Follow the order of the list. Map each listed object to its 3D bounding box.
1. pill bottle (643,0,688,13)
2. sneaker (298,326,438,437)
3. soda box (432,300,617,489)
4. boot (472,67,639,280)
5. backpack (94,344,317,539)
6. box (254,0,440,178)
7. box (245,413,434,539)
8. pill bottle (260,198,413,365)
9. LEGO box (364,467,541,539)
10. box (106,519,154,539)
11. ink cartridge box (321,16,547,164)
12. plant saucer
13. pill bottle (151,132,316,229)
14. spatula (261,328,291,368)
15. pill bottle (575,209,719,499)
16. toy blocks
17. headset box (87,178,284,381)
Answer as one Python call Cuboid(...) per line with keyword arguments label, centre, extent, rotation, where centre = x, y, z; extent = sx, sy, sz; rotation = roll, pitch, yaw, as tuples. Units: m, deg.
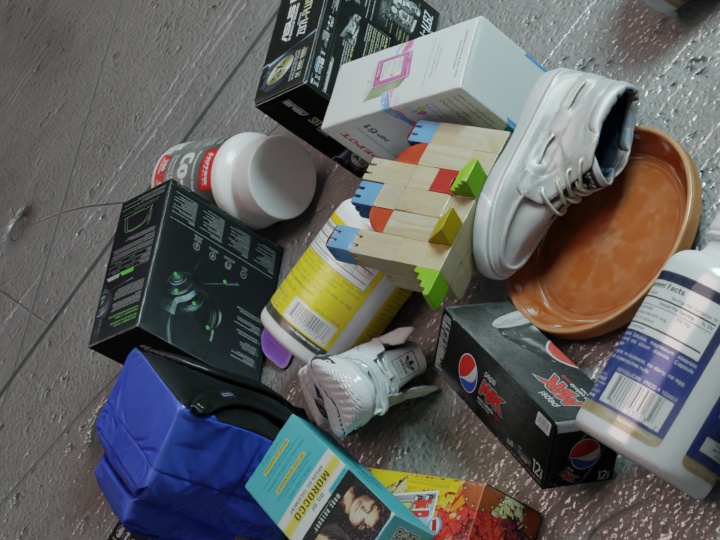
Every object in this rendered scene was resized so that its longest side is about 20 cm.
Cuboid(label="pill bottle", centre=(0.319, -0.328, 1.251), extent=(0.200, 0.111, 0.111), rotation=(-36, 40, 30))
Cuboid(label="sneaker", centre=(0.012, 0.095, 1.279), extent=(0.114, 0.075, 0.200), rotation=(-22, -1, -11))
Cuboid(label="soda box", centre=(0.136, 0.098, 1.173), extent=(0.200, 0.070, 0.064), rotation=(-132, 43, -54))
Cuboid(label="boot", centre=(0.171, -0.080, 1.228), extent=(0.095, 0.073, 0.201), rotation=(17, 85, 47))
Cuboid(label="backpack", centre=(-0.142, 0.180, 1.366), extent=(0.168, 0.199, 0.163), rotation=(-61, 35, 13))
Cuboid(label="box", centre=(-0.011, -0.232, 1.548), extent=(0.086, 0.163, 0.201), rotation=(-17, 53, 44))
Cuboid(label="box", centre=(-0.022, 0.201, 1.188), extent=(0.082, 0.049, 0.200), rotation=(-57, 33, 1))
Cuboid(label="pill bottle", centre=(0.000, 0.000, 1.401), extent=(0.200, 0.111, 0.111), rotation=(-53, 34, 7))
Cuboid(label="LEGO box", centre=(0.038, 0.251, 1.186), extent=(0.200, 0.077, 0.150), rotation=(-4, 61, 51))
Cuboid(label="box", centre=(-0.178, 0.338, 1.361), extent=(0.132, 0.115, 0.200), rotation=(-57, 35, -1))
Cuboid(label="ink cartridge box", centre=(0.082, -0.155, 1.385), extent=(0.199, 0.144, 0.085), rotation=(-9, 57, 48))
Cuboid(label="plant saucer", centre=(0.211, -0.031, 1.229), extent=(0.200, 0.032, 0.201), rotation=(-33, 41, 34))
Cuboid(label="pill bottle", centre=(-0.150, -0.103, 1.666), extent=(0.200, 0.114, 0.114), rotation=(-3, 62, 51))
Cuboid(label="spatula", centre=(-0.047, 0.010, 1.530), extent=(0.056, 0.021, 0.200), rotation=(33, 89, 44))
Cuboid(label="pill bottle", centre=(0.253, 0.056, 1.038), extent=(0.201, 0.111, 0.111), rotation=(-59, 34, -1))
Cuboid(label="toy blocks", centre=(0.056, -0.061, 1.290), extent=(0.136, 0.100, 0.201), rotation=(13, 64, 35))
Cuboid(label="headset box", centre=(-0.188, 0.034, 1.557), extent=(0.093, 0.174, 0.201), rotation=(-22, 49, 40))
